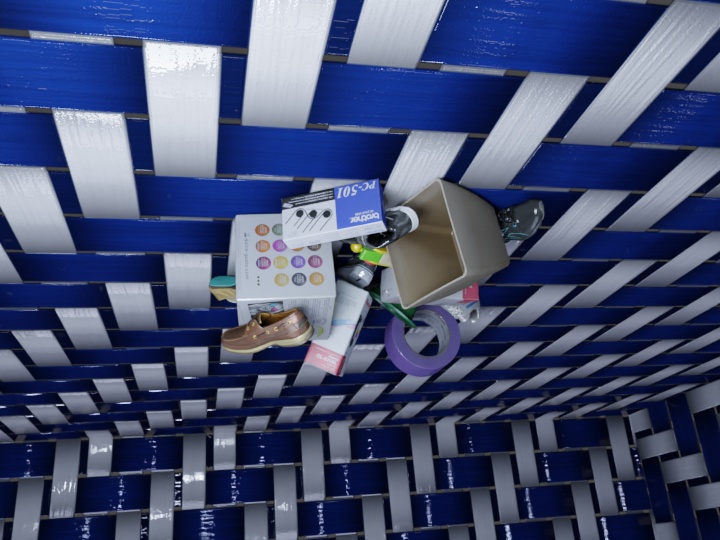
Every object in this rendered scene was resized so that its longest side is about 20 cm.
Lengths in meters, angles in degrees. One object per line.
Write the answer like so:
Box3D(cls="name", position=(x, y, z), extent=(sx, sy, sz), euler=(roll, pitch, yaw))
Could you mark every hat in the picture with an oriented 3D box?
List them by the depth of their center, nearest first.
Box3D(cls="hat", position=(0.131, 0.034, 1.790), extent=(0.200, 0.177, 0.165), euler=(39, 175, -27))

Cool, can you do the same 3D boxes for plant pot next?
Box3D(cls="plant pot", position=(0.187, -0.051, 1.426), extent=(0.176, 0.202, 0.200), euler=(-1, 159, -37))

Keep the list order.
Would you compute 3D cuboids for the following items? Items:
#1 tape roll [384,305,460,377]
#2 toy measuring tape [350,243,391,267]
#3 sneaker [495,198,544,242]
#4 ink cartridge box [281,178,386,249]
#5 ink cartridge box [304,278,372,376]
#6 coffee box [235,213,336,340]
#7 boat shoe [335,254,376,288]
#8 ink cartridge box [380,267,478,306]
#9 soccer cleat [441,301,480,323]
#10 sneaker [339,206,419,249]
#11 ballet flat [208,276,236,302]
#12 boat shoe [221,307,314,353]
Box3D(cls="tape roll", position=(0.171, 0.186, 1.928), extent=(0.198, 0.202, 0.085), euler=(1, 157, -14))
Box3D(cls="toy measuring tape", position=(0.064, -0.043, 1.523), extent=(0.198, 0.074, 0.073), euler=(10, 152, -29))
Box3D(cls="sneaker", position=(0.304, -0.094, 1.477), extent=(0.079, 0.076, 0.200), euler=(12, 151, -30))
Box3D(cls="ink cartridge box", position=(-0.052, -0.108, 1.344), extent=(0.198, 0.095, 0.044), euler=(-10, 156, 12))
Box3D(cls="ink cartridge box", position=(-0.048, 0.135, 1.613), extent=(0.082, 0.202, 0.146), euler=(21, 173, 8))
Box3D(cls="coffee box", position=(-0.158, 0.018, 1.452), extent=(0.195, 0.202, 0.201), euler=(-2, 149, -8))
Box3D(cls="boat shoe", position=(0.000, 0.000, 1.625), extent=(0.072, 0.071, 0.200), euler=(39, 167, -13))
Box3D(cls="ink cartridge box", position=(0.161, 0.035, 1.653), extent=(0.198, 0.086, 0.146), euler=(2, 171, -17))
Box3D(cls="soccer cleat", position=(0.256, 0.090, 1.870), extent=(0.199, 0.087, 0.070), euler=(16, 149, -39))
Box3D(cls="sneaker", position=(0.015, -0.080, 1.393), extent=(0.199, 0.067, 0.090), euler=(-6, -155, 38))
Box3D(cls="ballet flat", position=(-0.272, 0.044, 1.636), extent=(0.198, 0.069, 0.063), euler=(0, 124, 38))
Box3D(cls="boat shoe", position=(-0.187, 0.111, 1.350), extent=(0.198, 0.072, 0.068), euler=(-11, 118, 23))
